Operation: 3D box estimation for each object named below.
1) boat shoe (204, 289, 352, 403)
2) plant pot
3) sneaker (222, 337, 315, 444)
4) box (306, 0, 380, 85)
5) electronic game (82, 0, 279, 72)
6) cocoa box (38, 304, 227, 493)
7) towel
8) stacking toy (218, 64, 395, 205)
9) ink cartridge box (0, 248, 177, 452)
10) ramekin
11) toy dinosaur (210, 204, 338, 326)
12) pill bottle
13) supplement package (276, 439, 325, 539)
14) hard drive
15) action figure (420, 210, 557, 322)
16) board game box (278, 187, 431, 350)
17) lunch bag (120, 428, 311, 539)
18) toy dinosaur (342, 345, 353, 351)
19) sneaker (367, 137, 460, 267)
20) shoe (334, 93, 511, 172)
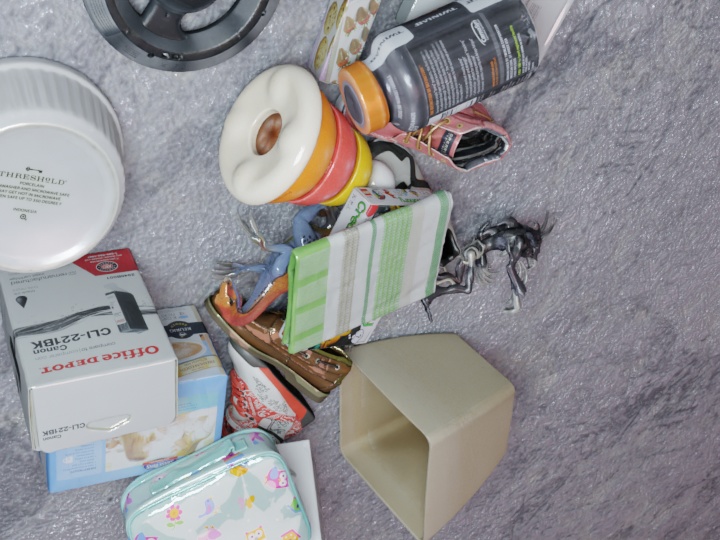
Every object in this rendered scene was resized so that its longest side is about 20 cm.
[{"bbox_3d":[-0.095,0.074,1.182,0.068,0.072,0.199,-44,118,13],"label":"boat shoe"},{"bbox_3d":[0.097,0.202,1.337,0.175,0.200,0.202,-22,133,-28],"label":"plant pot"},{"bbox_3d":[-0.141,0.166,1.241,0.107,0.067,0.202,-37,139,-2],"label":"sneaker"},{"bbox_3d":[-0.001,-0.287,1.002,0.038,0.042,0.202,5,122,-33],"label":"box"},{"bbox_3d":[-0.161,-0.279,0.913,0.197,0.042,0.202,-16,131,-18],"label":"electronic game"},{"bbox_3d":[-0.264,0.142,1.111,0.197,0.132,0.135,-7,127,-25],"label":"cocoa box"},{"bbox_3d":[0.006,-0.002,1.051,0.198,0.031,0.151,-21,139,-28],"label":"towel"},{"bbox_3d":[-0.038,-0.114,1.046,0.199,0.146,0.147,22,111,-44],"label":"stacking toy"},{"bbox_3d":[-0.279,0.074,1.003,0.142,0.201,0.085,-10,129,-24],"label":"ink cartridge box"},{"bbox_3d":[-0.314,-0.089,0.933,0.200,0.094,0.205,-16,130,-19],"label":"ramekin"},{"bbox_3d":[-0.077,-0.014,1.081,0.197,0.184,0.105,13,153,12],"label":"toy dinosaur"},{"bbox_3d":[0.077,-0.211,1.020,0.198,0.106,0.107,-26,133,-13],"label":"pill bottle"},{"bbox_3d":[-0.147,0.316,1.239,0.197,0.158,0.111,-8,156,-1],"label":"supplement package"},{"bbox_3d":[0.146,-0.303,1.085,0.198,0.026,0.133,11,117,-35],"label":"hard drive"},{"bbox_3d":[0.165,-0.004,1.266,0.197,0.119,0.103,-22,114,-1],"label":"action figure"},{"bbox_3d":[0.000,0.000,1.100,0.125,0.035,0.202,-4,130,-48],"label":"board game box"},{"bbox_3d":[-0.160,0.274,1.111,0.198,0.077,0.162,-24,111,-12],"label":"lunch bag"},{"bbox_3d":[-0.035,0.048,1.236,0.087,0.048,0.201,25,106,-33],"label":"toy dinosaur"},{"bbox_3d":[0.062,-0.080,1.170,0.074,0.080,0.200,-40,132,7],"label":"sneaker"},{"bbox_3d":[0.074,-0.163,1.103,0.197,0.091,0.072,1,123,-31],"label":"shoe"}]
